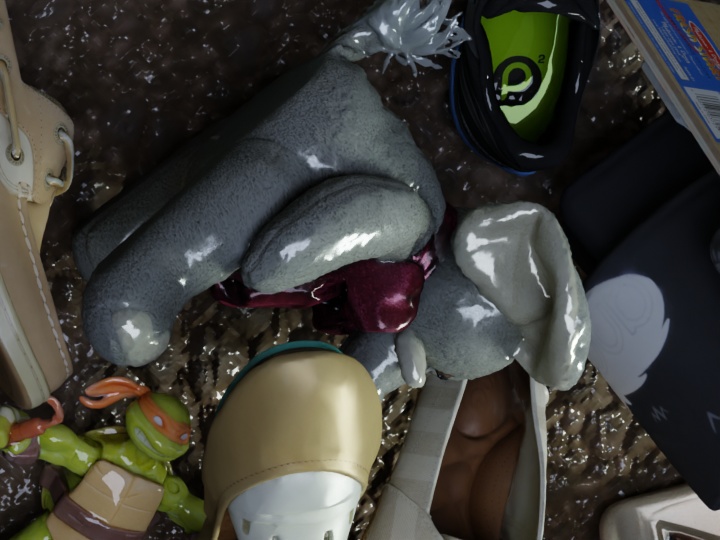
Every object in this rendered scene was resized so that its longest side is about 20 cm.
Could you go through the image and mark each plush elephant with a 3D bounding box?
[{"bbox_3d":[0.000,0.000,0.815,0.200,0.165,0.155,-41,104,-7],"label":"plush elephant"}]

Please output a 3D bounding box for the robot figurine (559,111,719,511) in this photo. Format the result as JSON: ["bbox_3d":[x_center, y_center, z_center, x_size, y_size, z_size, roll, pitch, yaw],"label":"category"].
[{"bbox_3d":[0.170,0.029,0.865,0.150,0.200,0.125,-15,152,-52],"label":"robot figurine"}]

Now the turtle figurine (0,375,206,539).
[{"bbox_3d":[-0.123,0.104,0.877,0.200,0.064,0.161,27,109,-30],"label":"turtle figurine"}]

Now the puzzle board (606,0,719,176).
[{"bbox_3d":[0.189,-0.029,0.822,0.150,0.200,0.017,2,140,-43],"label":"puzzle board"}]

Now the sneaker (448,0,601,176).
[{"bbox_3d":[0.073,-0.134,0.831,0.070,0.083,0.200,-4,110,-13],"label":"sneaker"}]

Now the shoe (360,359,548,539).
[{"bbox_3d":[0.041,0.101,0.858,0.070,0.201,0.053,19,148,-11],"label":"shoe"}]

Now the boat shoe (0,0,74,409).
[{"bbox_3d":[-0.140,-0.048,0.788,0.064,0.071,0.201,-17,88,-20],"label":"boat shoe"}]

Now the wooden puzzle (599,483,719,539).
[{"bbox_3d":[0.225,0.180,0.975,0.199,0.046,0.186,-13,93,-11],"label":"wooden puzzle"}]

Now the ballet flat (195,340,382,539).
[{"bbox_3d":[-0.028,0.099,0.782,0.068,0.063,0.200,-4,149,-13],"label":"ballet flat"}]
